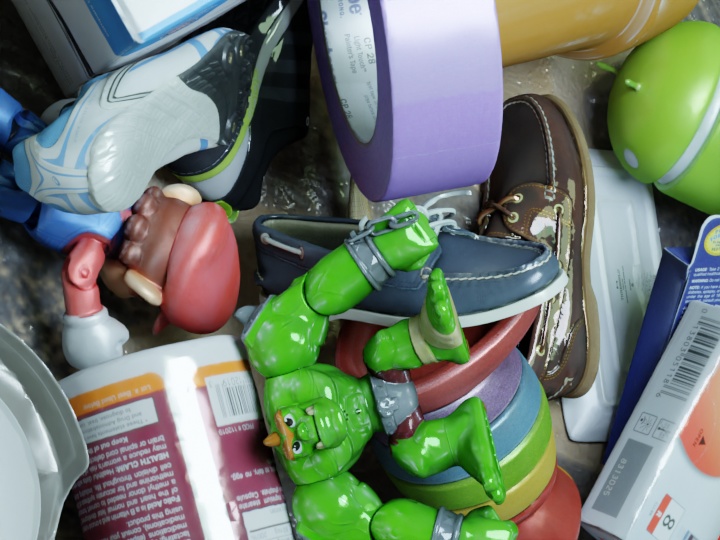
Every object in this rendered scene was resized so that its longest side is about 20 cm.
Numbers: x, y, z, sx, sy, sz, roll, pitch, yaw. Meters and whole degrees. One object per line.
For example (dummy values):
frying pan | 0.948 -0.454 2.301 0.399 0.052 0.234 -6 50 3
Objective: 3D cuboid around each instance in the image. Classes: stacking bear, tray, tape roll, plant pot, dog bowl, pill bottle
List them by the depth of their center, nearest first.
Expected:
dog bowl | -0.233 0.116 1.374 0.199 0.059 0.201 12 70 -35
pill bottle | -0.093 0.146 1.484 0.114 0.114 0.201 -9 82 -39
tape roll | 0.021 -0.142 1.530 0.065 0.200 0.201 -9 80 -12
stacking bear | 0.071 0.105 1.604 0.114 0.121 0.201 -51 131 -30
plant pot | 0.090 -0.209 1.690 0.183 0.200 0.201 -29 93 -35
tray | 0.169 0.013 1.788 0.107 0.022 0.201 3 74 -38

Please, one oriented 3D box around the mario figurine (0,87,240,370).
mario figurine | -0.160 -0.022 1.530 0.199 0.106 0.124 32 94 -13

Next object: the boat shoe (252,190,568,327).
boat shoe | 0.024 -0.008 1.538 0.075 0.199 0.062 -30 114 -48

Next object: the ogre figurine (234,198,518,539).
ogre figurine | 0.007 0.077 1.470 0.098 0.119 0.201 -89 162 -69

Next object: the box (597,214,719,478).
box | 0.230 0.049 1.738 0.121 0.032 0.201 -2 118 -35

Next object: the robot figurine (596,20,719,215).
robot figurine | 0.251 -0.091 1.781 0.199 0.175 0.116 24 95 -13

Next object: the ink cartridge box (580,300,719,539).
ink cartridge box | 0.235 0.136 1.714 0.200 0.050 0.163 39 75 -40

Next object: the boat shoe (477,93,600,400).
boat shoe | 0.108 -0.018 1.718 0.070 0.070 0.201 5 72 -40

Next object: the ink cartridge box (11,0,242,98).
ink cartridge box | -0.105 -0.176 1.504 0.144 0.200 0.085 -31 94 -18

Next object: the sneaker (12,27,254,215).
sneaker | -0.118 -0.088 1.484 0.200 0.072 0.072 -39 137 -55

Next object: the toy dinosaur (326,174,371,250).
toy dinosaur | 0.000 0.000 1.654 0.101 0.058 0.201 -18 94 -54

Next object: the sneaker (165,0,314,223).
sneaker | -0.063 -0.115 1.637 0.083 0.071 0.201 52 51 -38
